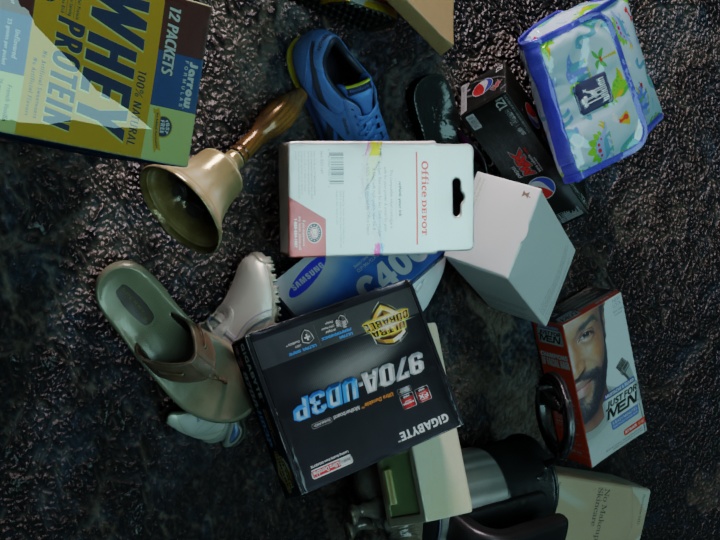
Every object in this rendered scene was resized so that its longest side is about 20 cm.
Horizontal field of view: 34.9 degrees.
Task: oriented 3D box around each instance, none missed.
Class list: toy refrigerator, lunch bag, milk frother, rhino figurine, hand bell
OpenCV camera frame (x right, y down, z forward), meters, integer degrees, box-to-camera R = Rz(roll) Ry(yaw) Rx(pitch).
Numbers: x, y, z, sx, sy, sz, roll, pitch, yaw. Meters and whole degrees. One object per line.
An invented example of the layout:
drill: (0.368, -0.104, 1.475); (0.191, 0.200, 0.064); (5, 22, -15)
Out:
toy refrigerator: (0.053, 0.165, 1.221); (0.069, 0.076, 0.203); (-4, 78, -33)
lunch bag: (0.260, -0.214, 1.335); (0.200, 0.126, 0.172); (-37, 110, -47)
milk frother: (0.145, 0.223, 1.319); (0.186, 0.179, 0.204); (-5, 95, -35)
rhino figurine: (0.023, 0.262, 1.261); (0.086, 0.060, 0.202); (-17, 72, -21)
hand bell: (-0.118, -0.120, 1.151); (0.200, 0.103, 0.105); (-48, 120, -32)

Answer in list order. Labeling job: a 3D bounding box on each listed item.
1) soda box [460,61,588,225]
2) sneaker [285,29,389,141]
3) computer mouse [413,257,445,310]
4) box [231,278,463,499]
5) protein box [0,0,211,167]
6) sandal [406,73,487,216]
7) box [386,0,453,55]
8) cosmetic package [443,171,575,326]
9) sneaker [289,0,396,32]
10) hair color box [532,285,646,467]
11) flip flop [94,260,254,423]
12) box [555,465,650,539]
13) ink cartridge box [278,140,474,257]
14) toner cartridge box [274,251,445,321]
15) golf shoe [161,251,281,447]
soda box: (0.195, -0.143, 1.356); (0.200, 0.063, 0.071); (50, 28, -29)
sneaker: (-0.007, -0.164, 1.219); (0.066, 0.078, 0.202); (-43, 120, -24)
computer mouse: (0.045, 0.031, 1.301); (0.109, 0.044, 0.202); (35, 76, -32)
box: (-0.011, 0.113, 1.130); (0.198, 0.046, 0.161); (-17, 84, -30)
protein box: (-0.264, -0.174, 0.962); (0.198, 0.197, 0.137); (8, 93, -35)
sandal: (0.109, -0.128, 1.321); (0.075, 0.048, 0.203); (-35, 114, -26)
box: (0.030, -0.341, 1.199); (0.199, 0.021, 0.165); (39, 38, -33)
cosmetic package: (0.176, -0.021, 1.311); (0.109, 0.084, 0.200); (-66, 152, -10)
sneaker: (-0.038, -0.324, 1.187); (0.198, 0.069, 0.092); (20, 73, -37)
hair color box: (0.299, 0.136, 1.483); (0.110, 0.064, 0.203); (-25, 109, -29)
flip flop: (-0.178, 0.072, 1.103); (0.081, 0.058, 0.200); (-43, 97, -5)
box: (0.276, 0.307, 1.480); (0.198, 0.077, 0.097); (13, 89, -35)
ink cartridge box: (0.016, -0.075, 1.192); (0.196, 0.067, 0.119); (-1, 94, -13)
toner cartridge box: (0.000, 0.000, 1.240); (0.199, 0.043, 0.095); (-40, 82, -24)
golf shoe: (-0.142, 0.075, 1.161); (0.096, 0.078, 0.203); (14, 87, -29)
